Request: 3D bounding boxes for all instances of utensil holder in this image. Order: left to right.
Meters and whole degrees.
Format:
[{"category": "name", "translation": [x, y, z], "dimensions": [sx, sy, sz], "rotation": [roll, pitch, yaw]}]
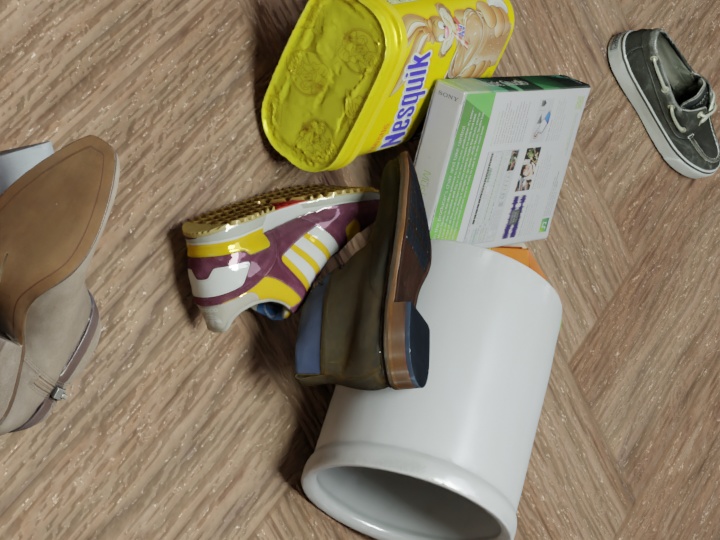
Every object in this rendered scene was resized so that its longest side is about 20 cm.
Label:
[{"category": "utensil holder", "translation": [0.062, 0.100, 1.526], "dimensions": [0.170, 0.169, 0.201], "rotation": [40, 58, -39]}]

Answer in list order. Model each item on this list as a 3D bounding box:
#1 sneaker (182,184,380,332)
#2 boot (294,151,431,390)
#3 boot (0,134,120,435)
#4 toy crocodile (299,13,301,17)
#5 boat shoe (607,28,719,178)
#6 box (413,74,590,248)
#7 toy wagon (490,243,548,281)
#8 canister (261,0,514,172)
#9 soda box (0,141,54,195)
[{"category": "sneaker", "translation": [-0.057, -0.012, 1.496], "dimensions": [0.200, 0.075, 0.091], "rotation": [-17, 105, -44]}, {"category": "boot", "translation": [0.000, 0.000, 1.470], "dimensions": [0.075, 0.096, 0.201], "rotation": [60, 27, -53]}, {"category": "boot", "translation": [-0.200, 0.017, 1.252], "dimensions": [0.200, 0.070, 0.146], "rotation": [-53, 162, -3]}, {"category": "toy crocodile", "translation": [-0.001, -0.265, 1.613], "dimensions": [0.068, 0.061, 0.201], "rotation": [90, 14, -66]}, {"category": "boat shoe", "translation": [0.326, -0.168, 1.980], "dimensions": [0.200, 0.063, 0.071], "rotation": [47, 51, -35]}, {"category": "box", "translation": [0.112, -0.090, 1.627], "dimensions": [0.200, 0.036, 0.145], "rotation": [-10, 120, -54]}, {"category": "toy wagon", "translation": [0.127, 0.035, 1.725], "dimensions": [0.200, 0.039, 0.156], "rotation": [2, 82, -50]}, {"category": "canister", "translation": [0.027, -0.165, 1.564], "dimensions": [0.200, 0.086, 0.149], "rotation": [-20, 143, -53]}, {"category": "soda box", "translation": [-0.276, -0.026, 1.232], "dimensions": [0.200, 0.063, 0.069], "rotation": [-23, 101, -50]}]
